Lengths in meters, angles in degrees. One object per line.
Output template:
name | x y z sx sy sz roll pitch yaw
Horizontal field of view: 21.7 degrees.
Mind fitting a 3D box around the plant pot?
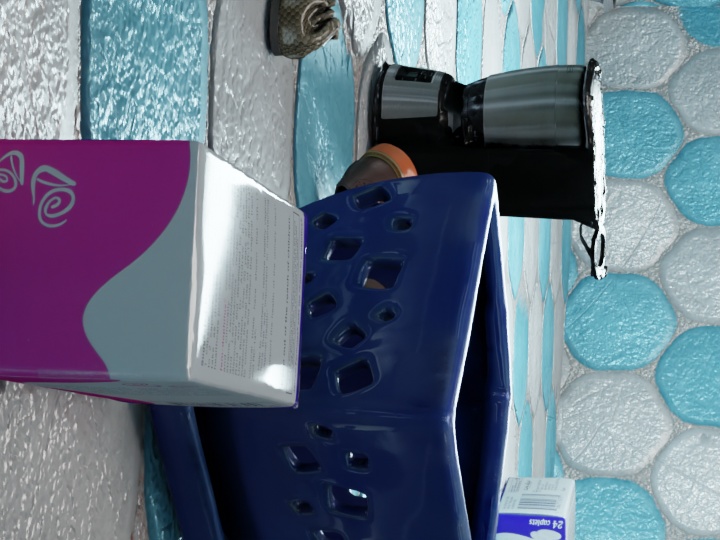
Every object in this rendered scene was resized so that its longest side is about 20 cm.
plant pot | -0.013 0.075 1.087 0.201 0.178 0.201 -78 165 -45

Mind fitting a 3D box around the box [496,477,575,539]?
box | 0.250 0.417 2.693 0.184 0.104 0.202 -43 133 -75

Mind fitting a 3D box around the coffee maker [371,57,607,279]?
coffee maker | 0.113 -0.089 1.660 0.135 0.199 0.194 13 77 -76

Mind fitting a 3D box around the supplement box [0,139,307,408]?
supplement box | -0.095 0.007 0.858 0.200 0.100 0.104 29 63 -78

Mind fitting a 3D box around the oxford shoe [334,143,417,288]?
oxford shoe | 0.000 0.000 1.492 0.072 0.071 0.201 -32 132 -42

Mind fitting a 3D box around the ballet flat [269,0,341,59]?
ballet flat | -0.025 -0.219 1.327 0.201 0.046 0.068 -77 165 -46

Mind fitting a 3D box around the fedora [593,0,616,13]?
fedora | 0.465 -0.609 3.684 0.177 0.090 0.201 -55 151 -68
